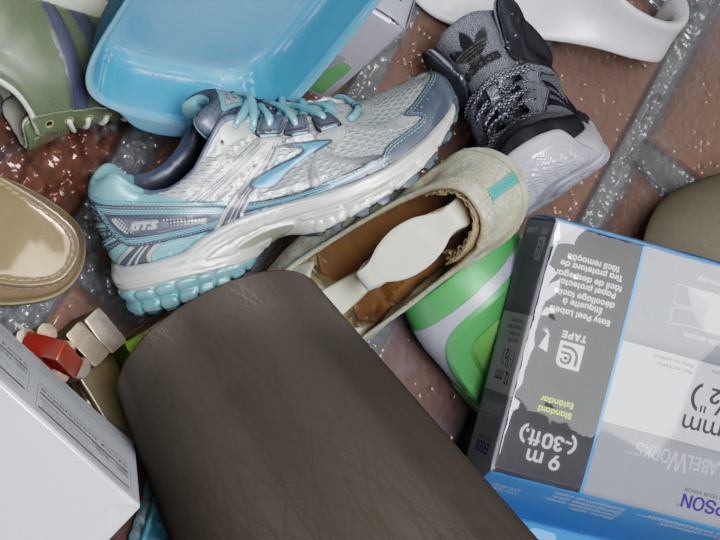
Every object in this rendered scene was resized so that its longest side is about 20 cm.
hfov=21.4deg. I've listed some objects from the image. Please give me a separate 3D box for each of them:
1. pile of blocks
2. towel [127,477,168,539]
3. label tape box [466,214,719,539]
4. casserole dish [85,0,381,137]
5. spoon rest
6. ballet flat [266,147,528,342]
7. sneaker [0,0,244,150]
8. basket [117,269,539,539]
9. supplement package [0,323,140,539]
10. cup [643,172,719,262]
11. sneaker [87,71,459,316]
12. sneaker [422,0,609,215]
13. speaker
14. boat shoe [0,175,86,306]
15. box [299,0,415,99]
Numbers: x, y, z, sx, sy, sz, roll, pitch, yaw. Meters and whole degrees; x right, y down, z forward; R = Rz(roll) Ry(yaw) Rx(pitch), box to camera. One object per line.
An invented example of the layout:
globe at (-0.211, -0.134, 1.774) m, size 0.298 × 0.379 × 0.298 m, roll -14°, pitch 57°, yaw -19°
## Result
pile of blocks at (-0.147, 0.058, 0.964) m, size 0.198 × 0.062 × 0.083 m, roll -7°, pitch 84°, yaw -27°
towel at (-0.065, 0.206, 0.968) m, size 0.145 × 0.022 × 0.202 m, roll 14°, pitch 73°, yaw 5°
label tape box at (0.137, 0.085, 1.007) m, size 0.142 × 0.066 × 0.202 m, roll 15°, pitch 88°, yaw -10°
casserole dish at (-0.058, -0.138, 0.923) m, size 0.120 × 0.200 × 0.039 m, roll 8°, pitch 54°, yaw -32°
spoon rest at (0.114, -0.172, 1.126) m, size 0.199 × 0.100 × 0.061 m, roll 18°, pitch 28°, yaw -25°
ballet flat at (0.000, 0.000, 0.974) m, size 0.068 × 0.200 × 0.062 m, roll 52°, pitch 33°, yaw -1°
sneaker at (-0.152, -0.103, 0.996) m, size 0.199 × 0.067 × 0.091 m, roll 21°, pitch 91°, yaw -30°
basket at (-0.024, 0.113, 0.893) m, size 0.136 × 0.180 × 0.201 m, roll 19°, pitch 34°, yaw -59°
supplement package at (-0.225, 0.083, 0.864) m, size 0.200 × 0.111 × 0.156 m, roll 44°, pitch 92°, yaw -12°
cup at (0.282, 0.013, 1.108) m, size 0.199 × 0.143 × 0.202 m, roll 20°, pitch 56°, yaw -33°
sneaker at (-0.044, -0.057, 0.950) m, size 0.199 × 0.078 × 0.087 m, roll -30°, pitch 107°, yaw -9°
sneaker at (0.079, -0.089, 1.049) m, size 0.075 × 0.200 × 0.114 m, roll -33°, pitch 88°, yaw 11°
speaker at (0.113, 0.068, 1.078) m, size 0.200 × 0.088 × 0.088 m, roll 48°, pitch 64°, yaw -11°
boat shoe at (-0.226, -0.032, 0.940) m, size 0.199 × 0.064 × 0.072 m, roll 17°, pitch 74°, yaw -23°
box at (-0.056, -0.223, 1.022) m, size 0.199 × 0.097 × 0.178 m, roll 29°, pitch 57°, yaw -19°
